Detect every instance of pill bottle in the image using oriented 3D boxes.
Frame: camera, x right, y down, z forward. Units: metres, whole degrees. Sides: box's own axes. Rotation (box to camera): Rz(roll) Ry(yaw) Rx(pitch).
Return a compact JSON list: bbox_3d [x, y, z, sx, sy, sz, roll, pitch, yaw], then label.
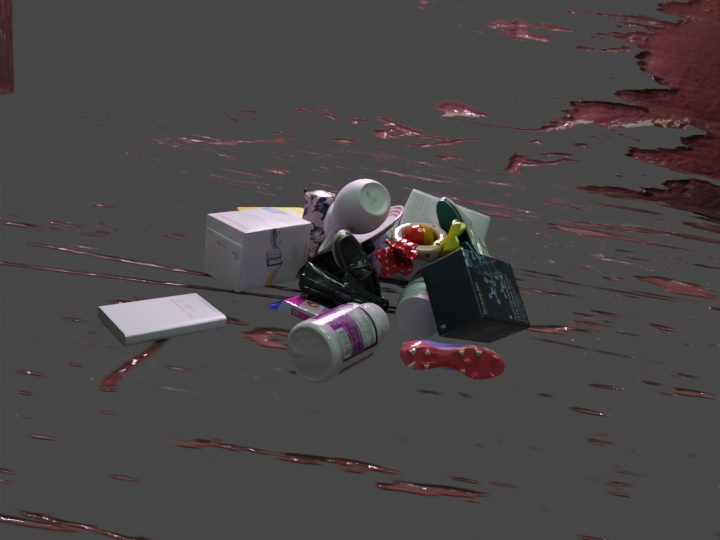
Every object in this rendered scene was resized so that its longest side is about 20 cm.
[{"bbox_3d":[0.142,0.069,1.417,0.116,0.117,0.200,14,20,12],"label":"pill bottle"},{"bbox_3d":[-0.033,0.122,1.197,0.112,0.112,0.200,21,22,29],"label":"pill bottle"}]

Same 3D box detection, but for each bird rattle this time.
[{"bbox_3d":[0.128,-0.051,1.432,0.200,0.113,0.163,-11,32,-5],"label":"bird rattle"}]

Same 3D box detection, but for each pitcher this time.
[{"bbox_3d":[-0.023,-0.117,1.532,0.121,0.172,0.200,33,-25,-17],"label":"pitcher"}]

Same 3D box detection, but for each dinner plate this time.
[{"bbox_3d":[0.022,-0.095,1.598,0.200,0.024,0.200,-31,16,10],"label":"dinner plate"}]

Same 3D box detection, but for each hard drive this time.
[{"bbox_3d":[-0.376,0.089,1.256,0.200,0.027,0.132,-8,26,-41],"label":"hard drive"}]

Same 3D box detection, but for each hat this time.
[{"bbox_3d":[-0.046,0.010,1.529,0.200,0.081,0.201,-21,-12,-5],"label":"hat"}]

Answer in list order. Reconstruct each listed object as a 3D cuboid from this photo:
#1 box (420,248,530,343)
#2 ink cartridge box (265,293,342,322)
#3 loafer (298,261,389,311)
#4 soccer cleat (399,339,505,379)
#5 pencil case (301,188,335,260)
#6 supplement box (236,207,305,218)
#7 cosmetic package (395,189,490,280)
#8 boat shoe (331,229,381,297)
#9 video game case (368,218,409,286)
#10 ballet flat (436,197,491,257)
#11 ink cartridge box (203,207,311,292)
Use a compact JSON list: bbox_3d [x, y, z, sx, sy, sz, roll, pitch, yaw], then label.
[{"bbox_3d":[0.235,0.056,1.337,0.107,0.149,0.200,-28,-25,34],"label":"box"},{"bbox_3d":[-0.094,0.085,1.388,0.200,0.037,0.095,19,21,30],"label":"ink cartridge box"},{"bbox_3d":[-0.031,0.038,1.399,0.200,0.071,0.068,18,6,0],"label":"loafer"},{"bbox_3d":[0.174,0.163,1.257,0.200,0.067,0.076,5,15,-5],"label":"soccer cleat"},{"bbox_3d":[-0.120,-0.102,1.658,0.078,0.200,0.089,19,13,34],"label":"pencil case"},{"bbox_3d":[-0.217,-0.098,1.721,0.200,0.109,0.109,-3,23,-30],"label":"supplement box"},{"bbox_3d":[0.179,-0.062,1.588,0.200,0.167,0.167,20,-20,1],"label":"cosmetic package"},{"bbox_3d":[0.000,0.000,1.445,0.072,0.200,0.065,-35,34,-19],"label":"boat shoe"},{"bbox_3d":[0.094,-0.050,1.683,0.200,0.026,0.181,8,64,-4],"label":"video game case"},{"bbox_3d":[0.237,-0.076,1.485,0.069,0.069,0.200,-18,76,-52],"label":"ballet flat"},{"bbox_3d":[-0.241,-0.054,1.534,0.147,0.145,0.200,25,25,38],"label":"ink cartridge box"}]
